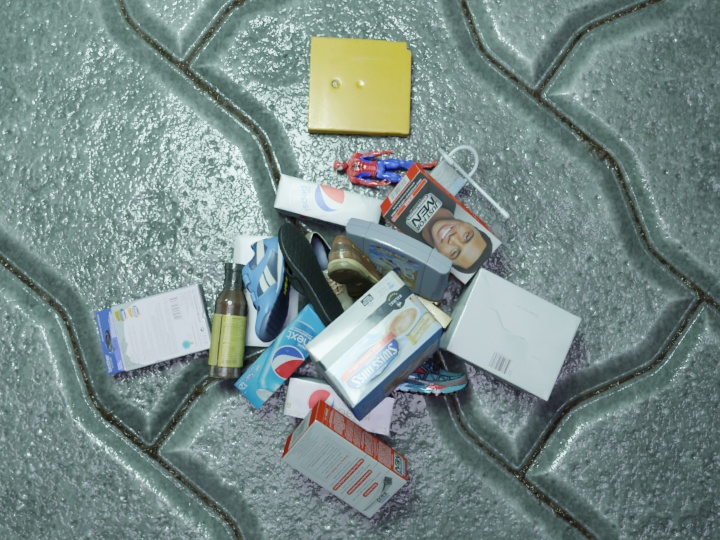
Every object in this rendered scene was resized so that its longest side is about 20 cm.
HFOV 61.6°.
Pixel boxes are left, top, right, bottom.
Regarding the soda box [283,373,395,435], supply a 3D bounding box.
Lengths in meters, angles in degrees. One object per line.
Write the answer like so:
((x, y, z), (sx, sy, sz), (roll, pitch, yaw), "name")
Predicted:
((-0.039, 0.243, 1.099), (0.194, 0.064, 0.070), (11, 86, 0), "soda box")

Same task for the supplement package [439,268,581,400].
((0.263, 0.114, 1.092), (0.196, 0.111, 0.159), (26, 86, 1), "supplement package")

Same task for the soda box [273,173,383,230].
((-0.058, -0.118, 1.118), (0.195, 0.068, 0.065), (15, 86, 0), "soda box")

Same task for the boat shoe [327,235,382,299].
((-0.001, 0.000, 1.056), (0.070, 0.200, 0.069), (-10, 67, 18), "boat shoe")

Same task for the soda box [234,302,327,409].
((-0.132, 0.149, 1.080), (0.064, 0.068, 0.200), (43, 99, 2), "soda box")

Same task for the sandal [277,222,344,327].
((-0.097, 0.015, 1.044), (0.047, 0.075, 0.204), (-30, 85, 30), "sandal")

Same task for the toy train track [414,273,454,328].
((0.144, 0.035, 1.133), (0.114, 0.033, 0.201), (36, 80, 17), "toy train track")

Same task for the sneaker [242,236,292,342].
((-0.169, 0.032, 1.075), (0.080, 0.074, 0.205), (0, 61, 8), "sneaker")

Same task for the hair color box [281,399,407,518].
((-0.026, 0.330, 1.057), (0.198, 0.064, 0.111), (37, 112, -10), "hair color box")

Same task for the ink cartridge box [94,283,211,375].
((-0.375, 0.108, 1.109), (0.195, 0.042, 0.123), (-15, 88, -5), "ink cartridge box")

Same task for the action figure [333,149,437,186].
((0.045, -0.190, 1.137), (0.194, 0.052, 0.067), (4, 91, 1), "action figure")

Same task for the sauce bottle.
((-0.234, 0.089, 1.088), (0.063, 0.065, 0.206), (6, 84, -1), "sauce bottle")

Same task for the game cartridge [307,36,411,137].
((-0.001, -0.349, 1.154), (0.194, 0.032, 0.182), (3, 86, -4), "game cartridge")

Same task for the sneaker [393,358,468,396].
((0.103, 0.176, 1.100), (0.194, 0.079, 0.098), (5, 84, -2), "sneaker")

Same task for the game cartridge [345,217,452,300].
((0.063, -0.020, 1.068), (0.196, 0.134, 0.042), (24, 70, 12), "game cartridge")

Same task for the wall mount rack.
((0.166, -0.118, 1.105), (0.173, 0.075, 0.201), (37, 105, -22), "wall mount rack")

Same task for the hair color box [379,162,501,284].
((0.139, -0.080, 1.049), (0.198, 0.062, 0.102), (36, 105, -18), "hair color box")

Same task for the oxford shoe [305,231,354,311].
((-0.057, 0.025, 1.100), (0.070, 0.074, 0.203), (-29, 89, -21), "oxford shoe")

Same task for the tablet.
((-0.178, 0.039, 1.132), (0.126, 0.014, 0.206), (3, 87, -2), "tablet")

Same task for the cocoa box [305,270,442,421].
((0.026, 0.131, 1.023), (0.199, 0.134, 0.132), (-39, 69, -11), "cocoa box")
